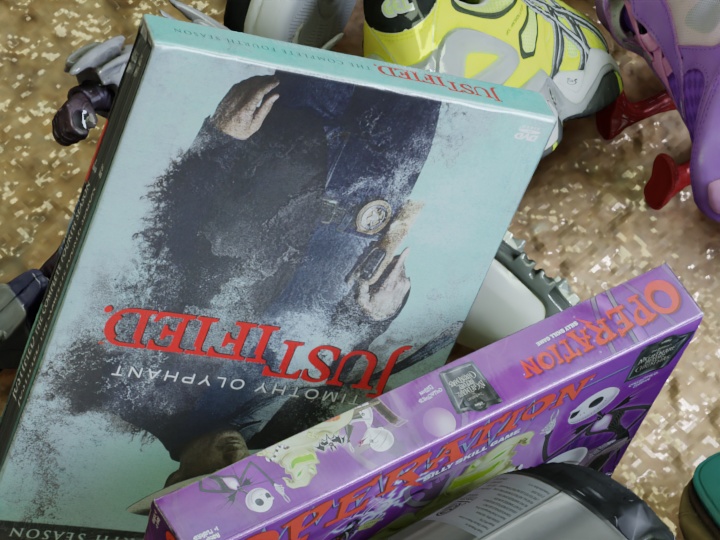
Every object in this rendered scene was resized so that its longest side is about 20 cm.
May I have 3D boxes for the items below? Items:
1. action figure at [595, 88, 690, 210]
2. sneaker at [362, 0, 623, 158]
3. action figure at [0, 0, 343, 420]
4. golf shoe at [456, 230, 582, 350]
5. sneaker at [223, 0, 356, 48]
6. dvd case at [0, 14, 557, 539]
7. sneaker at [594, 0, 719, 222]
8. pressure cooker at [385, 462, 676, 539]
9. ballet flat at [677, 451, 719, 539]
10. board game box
[{"bbox_3d":[0.195,-0.091,0.959,0.199,0.052,0.066,-25,61,-19],"label":"action figure"},{"bbox_3d":[0.050,-0.086,0.873,0.075,0.200,0.077,-16,100,15],"label":"sneaker"},{"bbox_3d":[-0.073,-0.010,0.837,0.200,0.069,0.130,-46,75,5],"label":"action figure"},{"bbox_3d":[0.000,0.000,0.890,0.200,0.077,0.088,31,86,12],"label":"golf shoe"},{"bbox_3d":[-0.046,-0.153,0.947,0.111,0.073,0.200,17,40,9],"label":"sneaker"},{"bbox_3d":[-0.035,0.017,0.781,0.145,0.200,0.022,9,32,-26],"label":"dvd case"},{"bbox_3d":[0.130,-0.097,0.898,0.088,0.081,0.201,-2,51,13],"label":"sneaker"},{"bbox_3d":[0.020,0.174,0.729,0.200,0.176,0.179,-27,63,-21],"label":"pressure cooker"},{"bbox_3d":[0.157,0.122,0.775,0.068,0.063,0.200,-14,20,0],"label":"ballet flat"},{"bbox_3d":[0.015,0.073,0.783,0.199,0.120,0.032,-23,61,-25],"label":"board game box"}]
